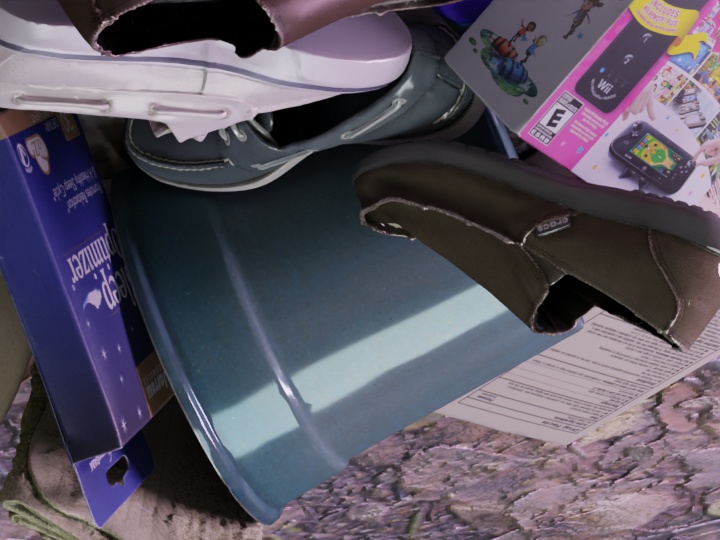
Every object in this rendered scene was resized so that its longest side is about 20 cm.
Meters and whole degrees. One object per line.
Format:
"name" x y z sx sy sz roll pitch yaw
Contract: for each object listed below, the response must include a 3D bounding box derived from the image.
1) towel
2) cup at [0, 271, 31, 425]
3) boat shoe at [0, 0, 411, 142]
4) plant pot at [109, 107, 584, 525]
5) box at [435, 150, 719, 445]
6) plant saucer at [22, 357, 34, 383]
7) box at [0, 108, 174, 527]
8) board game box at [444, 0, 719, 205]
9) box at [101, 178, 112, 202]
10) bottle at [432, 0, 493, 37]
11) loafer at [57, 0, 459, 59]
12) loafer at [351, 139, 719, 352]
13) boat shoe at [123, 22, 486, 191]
"towel" -0.112 0.106 1.380 0.148 0.200 0.037 30 110 -12
"cup" -0.246 0.033 1.313 0.199 0.144 0.201 -9 134 -9
"boat shoe" -0.077 -0.093 1.166 0.199 0.071 0.070 0 133 -23
"plant pot" 0.000 0.000 1.366 0.195 0.201 0.200 -25 150 7
"box" 0.135 0.001 1.481 0.127 0.110 0.200 17 141 -42
"plant saucer" -0.259 0.024 1.463 0.199 0.032 0.201 -9 152 -5
"box" -0.136 0.014 1.280 0.032 0.201 0.121 -17 -172 12
"board game box" 0.156 -0.130 1.218 0.200 0.064 0.147 -50 142 10
"box" -0.139 0.010 1.453 0.041 0.039 0.200 -7 156 -2
"bottle" 0.100 -0.123 1.291 0.083 0.066 0.200 -26 148 17
"loafer" -0.033 -0.118 1.100 0.199 0.071 0.073 -7 151 -8
"loafer" 0.079 -0.010 1.218 0.199 0.070 0.075 13 170 29
"boat shoe" -0.038 -0.084 1.262 0.199 0.073 0.062 -7 166 29
